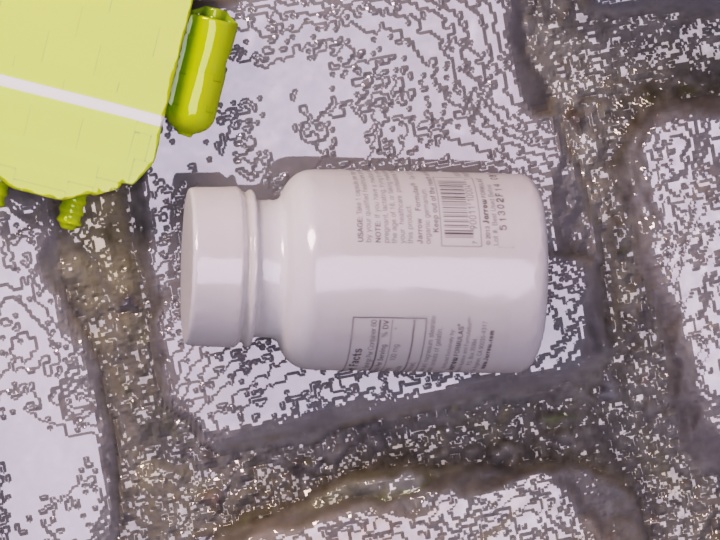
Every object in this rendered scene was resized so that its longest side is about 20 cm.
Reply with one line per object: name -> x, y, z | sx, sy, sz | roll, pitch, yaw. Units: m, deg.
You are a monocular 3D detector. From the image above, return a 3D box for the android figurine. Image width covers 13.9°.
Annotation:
android figurine -> -0.164, -0.125, 1.679 | 0.181, 0.041, 0.201 | 12, 94, -9

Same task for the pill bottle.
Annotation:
pill bottle -> 0.000, 0.000, 1.677 | 0.199, 0.114, 0.115 | 1, 96, -8
